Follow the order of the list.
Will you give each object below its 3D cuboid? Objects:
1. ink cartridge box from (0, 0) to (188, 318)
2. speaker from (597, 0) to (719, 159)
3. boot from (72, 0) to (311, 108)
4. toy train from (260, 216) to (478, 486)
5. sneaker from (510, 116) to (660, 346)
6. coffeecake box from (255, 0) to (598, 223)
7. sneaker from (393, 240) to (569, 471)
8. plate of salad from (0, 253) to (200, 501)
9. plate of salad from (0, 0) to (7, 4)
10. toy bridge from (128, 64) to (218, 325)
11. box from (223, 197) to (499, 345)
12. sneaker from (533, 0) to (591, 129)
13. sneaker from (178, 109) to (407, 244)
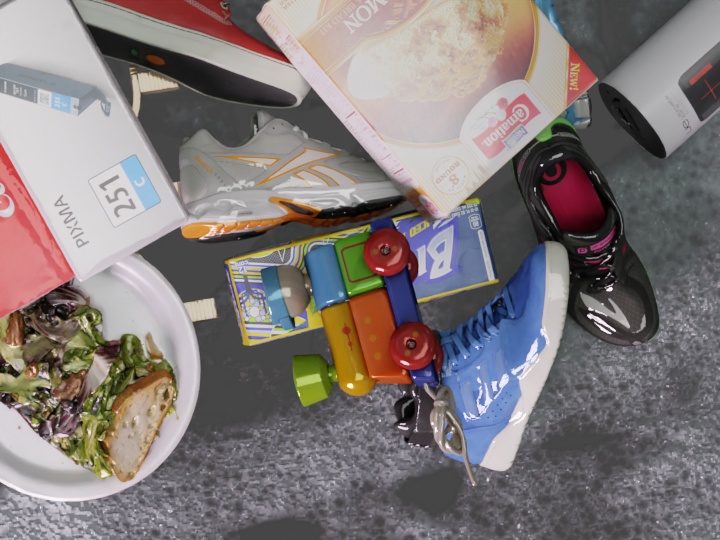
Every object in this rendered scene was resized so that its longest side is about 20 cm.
[{"bbox_3d":[-0.246,-0.082,1.568,0.175,0.045,0.201,-29,98,0],"label":"ink cartridge box"},{"bbox_3d":[0.280,-0.179,1.689,0.200,0.081,0.081,-41,95,-6],"label":"speaker"},{"bbox_3d":[-0.116,-0.212,1.630,0.199,0.072,0.145,21,70,-6],"label":"boot"},{"bbox_3d":[0.003,0.073,1.574,0.115,0.085,0.202,-16,79,4],"label":"toy train"},{"bbox_3d":[0.170,-0.020,1.660,0.076,0.084,0.201,-29,110,5],"label":"sneaker"},{"bbox_3d":[0.047,-0.161,1.582,0.153,0.073,0.200,-42,94,-9],"label":"coffeecake box"},{"bbox_3d":[0.083,0.058,1.634,0.110,0.077,0.201,13,125,-7],"label":"sneaker"},{"bbox_3d":[-0.219,0.074,1.626,0.198,0.048,0.202,0,94,0],"label":"plate of salad"},{"bbox_3d":[-0.347,-0.184,1.609,0.198,0.048,0.202,0,90,-9],"label":"plate of salad"},{"bbox_3d":[-0.157,-0.057,1.654,0.067,0.027,0.202,-10,91,-7],"label":"toy bridge"},{"bbox_3d":[0.000,0.000,1.658,0.198,0.064,0.071,-14,92,-8],"label":"box"},{"bbox_3d":[0.108,-0.192,1.670,0.086,0.075,0.201,-20,93,-2],"label":"sneaker"},{"bbox_3d":[-0.044,-0.080,1.642,0.198,0.076,0.093,-8,80,-21],"label":"sneaker"}]
